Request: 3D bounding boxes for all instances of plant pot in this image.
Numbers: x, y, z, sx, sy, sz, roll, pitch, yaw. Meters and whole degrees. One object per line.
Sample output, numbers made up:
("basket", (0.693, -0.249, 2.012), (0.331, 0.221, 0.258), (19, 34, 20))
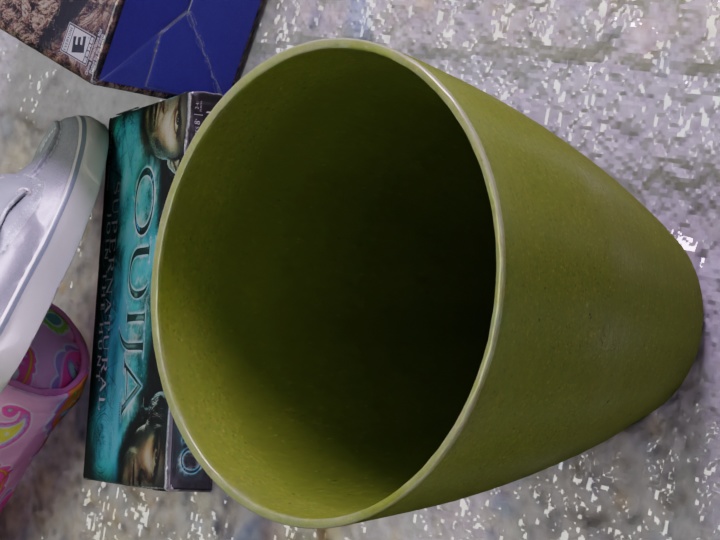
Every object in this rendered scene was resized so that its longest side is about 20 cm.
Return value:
("plant pot", (0.048, 0.012, 0.890), (0.187, 0.199, 0.188), (-6, 82, 42))

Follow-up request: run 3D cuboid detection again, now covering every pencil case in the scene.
("pencil case", (-0.226, 0.104, 1.204), (0.200, 0.087, 0.088), (-56, 52, 33))

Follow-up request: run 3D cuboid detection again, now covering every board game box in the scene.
("board game box", (-0.107, 0.013, 1.122), (0.135, 0.028, 0.201), (173, 101, -65))
("board game box", (-0.141, -0.200, 1.163), (0.200, 0.097, 0.160), (30, 106, 41))

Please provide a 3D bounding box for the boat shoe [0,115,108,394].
("boat shoe", (-0.190, -0.019, 1.131), (0.070, 0.071, 0.201), (-46, 21, 45))
